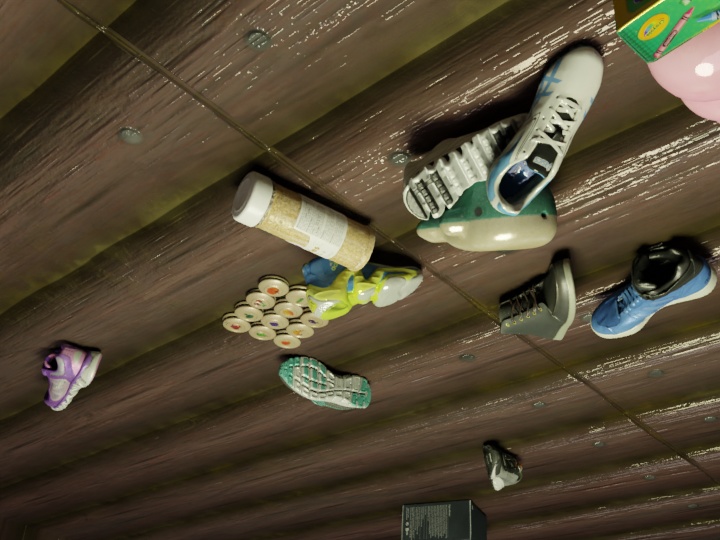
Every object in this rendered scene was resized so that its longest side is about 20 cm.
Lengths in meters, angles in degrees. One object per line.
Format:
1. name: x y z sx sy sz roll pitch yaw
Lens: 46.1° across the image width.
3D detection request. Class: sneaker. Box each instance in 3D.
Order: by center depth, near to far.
1. sneaker: 0.207 -0.148 0.928 0.071 0.073 0.202 20 114 -21
2. sneaker: 0.136 -0.139 1.009 0.196 0.082 0.076 -24 121 8
3. sneaker: 0.402 0.028 1.223 0.198 0.078 0.110 -29 142 35
4. sneaker: 0.000 0.000 1.247 0.197 0.107 0.076 -12 154 -35
5. sneaker: 0.264 0.052 1.280 0.103 0.076 0.202 -1 149 4
6. sneaker: -0.078 0.225 1.600 0.197 0.079 0.091 26 146 -28
7. sneaker: -0.570 0.196 1.615 0.087 0.082 0.199 29 136 -23
8. sneaker: 0.318 0.433 1.888 0.077 0.076 0.201 -14 151 10

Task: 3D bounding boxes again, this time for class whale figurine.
1. whale figurine: 0.159 -0.078 1.089 0.156 0.107 0.198 -4 -178 -37

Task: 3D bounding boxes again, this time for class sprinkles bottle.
1. sprinkles bottle: -0.075 -0.064 1.147 0.197 0.070 0.068 23 143 -28

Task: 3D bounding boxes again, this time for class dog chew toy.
1. dog chew toy: 0.360 -0.207 0.832 0.123 0.127 0.198 -21 148 34

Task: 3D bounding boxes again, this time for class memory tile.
1. memory tile: -0.134 0.075 1.422 0.151 0.017 0.200 21 144 -24

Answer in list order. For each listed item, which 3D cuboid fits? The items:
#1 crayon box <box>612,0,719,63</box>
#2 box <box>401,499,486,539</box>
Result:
1. crayon box: 0.305 -0.284 0.711 0.058 0.121 0.199 25 143 -31
2. box: 0.226 0.696 2.266 0.196 0.109 0.149 -12 144 23
